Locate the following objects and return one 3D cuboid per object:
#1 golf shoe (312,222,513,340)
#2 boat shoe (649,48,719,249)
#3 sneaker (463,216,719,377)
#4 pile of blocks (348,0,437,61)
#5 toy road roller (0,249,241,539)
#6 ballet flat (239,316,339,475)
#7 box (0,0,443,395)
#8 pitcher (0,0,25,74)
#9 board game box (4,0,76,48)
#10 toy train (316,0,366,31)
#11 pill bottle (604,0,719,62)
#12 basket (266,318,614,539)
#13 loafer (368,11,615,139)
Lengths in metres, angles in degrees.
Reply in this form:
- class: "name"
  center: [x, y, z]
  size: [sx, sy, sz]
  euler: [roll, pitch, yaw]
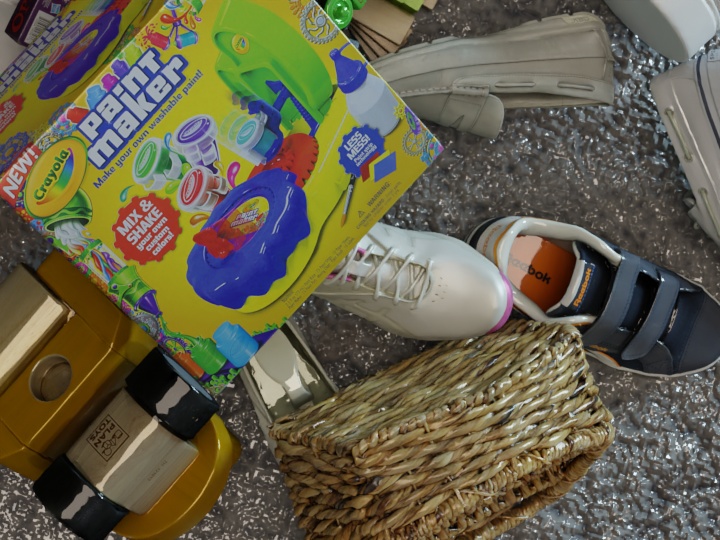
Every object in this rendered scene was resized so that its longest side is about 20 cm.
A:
- class: "golf shoe"
  center: [0.000, 0.000, 1.210]
  size: [0.199, 0.091, 0.076]
  euler: [17, 96, 13]
- class: "boat shoe"
  center: [0.255, -0.055, 1.277]
  size: [0.066, 0.074, 0.201]
  euler: [-13, 104, 28]
- class: "sneaker"
  center: [0.166, 0.021, 1.259]
  size: [0.199, 0.079, 0.079]
  euler: [19, 87, -8]
- class: "pile of blocks"
  center: [-0.014, -0.165, 1.239]
  size: [0.200, 0.062, 0.082]
  euler: [-37, 96, -3]
- class: "toy road roller"
  center: [-0.167, 0.096, 1.222]
  size: [0.123, 0.146, 0.200]
  euler: [-48, 59, -2]
- class: "ballet flat"
  center: [-0.039, 0.093, 1.247]
  size: [0.069, 0.069, 0.201]
  euler: [-32, 96, -4]
- class: "box"
  center: [-0.098, -0.075, 1.083]
  size: [0.200, 0.122, 0.193]
  euler: [-48, 121, -5]
- class: "pitcher"
  center: [-0.221, -0.137, 1.183]
  size: [0.199, 0.121, 0.172]
  euler: [20, 110, -12]
- class: "board game box"
  center: [-0.118, -0.207, 1.113]
  size: [0.120, 0.032, 0.201]
  euler: [23, 99, -36]
- class: "toy train"
  center: [-0.055, -0.222, 1.105]
  size: [0.057, 0.042, 0.200]
  euler: [-55, 130, -18]
- class: "pill bottle"
  center: [0.253, -0.242, 1.238]
  size: [0.200, 0.114, 0.114]
  euler: [-45, 96, -2]
- class: "basket"
  center: [0.067, 0.134, 1.187]
  size: [0.199, 0.142, 0.150]
  euler: [-23, 103, -29]
- class: "loafer"
  center: [0.076, -0.122, 1.247]
  size: [0.199, 0.070, 0.070]
  euler: [-13, 85, -6]
